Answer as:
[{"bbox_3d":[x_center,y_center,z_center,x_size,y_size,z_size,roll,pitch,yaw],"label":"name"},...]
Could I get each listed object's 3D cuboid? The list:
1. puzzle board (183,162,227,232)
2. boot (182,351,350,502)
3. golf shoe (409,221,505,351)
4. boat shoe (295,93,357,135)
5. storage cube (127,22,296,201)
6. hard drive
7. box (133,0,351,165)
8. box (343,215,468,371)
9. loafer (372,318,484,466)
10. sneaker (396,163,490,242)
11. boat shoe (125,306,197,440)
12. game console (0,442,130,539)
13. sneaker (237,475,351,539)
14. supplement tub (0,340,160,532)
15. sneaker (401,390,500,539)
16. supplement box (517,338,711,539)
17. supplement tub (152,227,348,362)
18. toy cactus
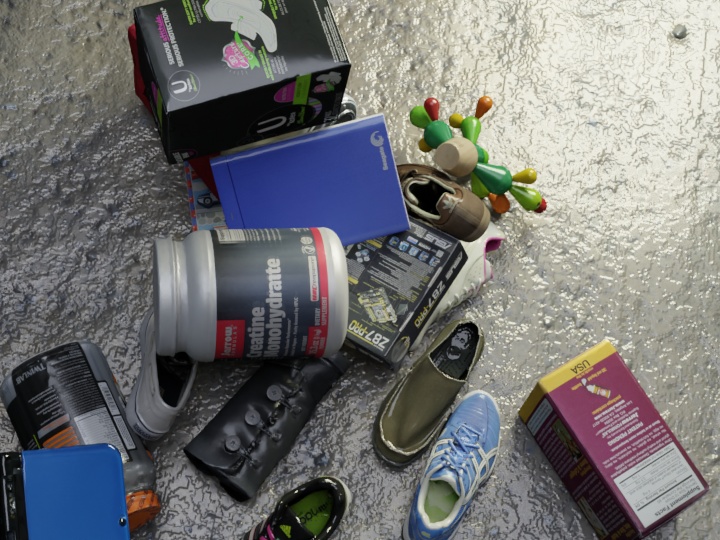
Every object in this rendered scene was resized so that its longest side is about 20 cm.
[{"bbox_3d":[-0.110,-0.100,1.726,0.198,0.017,0.152,-8,70,-8],"label":"puzzle board"},{"bbox_3d":[-0.132,0.137,1.612,0.164,0.066,0.201,35,74,10],"label":"boot"},{"bbox_3d":[0.106,0.013,1.675,0.091,0.075,0.201,26,71,-1],"label":"golf shoe"},{"bbox_3d":[-0.053,-0.111,1.641,0.068,0.072,0.201,27,79,39],"label":"boat shoe"},{"bbox_3d":[-0.147,-0.225,1.670,0.199,0.171,0.180,-34,76,-16],"label":"storage cube"},{"bbox_3d":[-0.055,-0.085,1.585,0.198,0.025,0.133,-15,104,-1],"label":"hard drive"},{"bbox_3d":[-0.126,-0.215,1.500,0.198,0.149,0.125,-16,75,-12],"label":"box"},{"bbox_3d":[0.000,0.000,1.633,0.199,0.049,0.162,27,75,29],"label":"box"},{"bbox_3d":[0.079,0.130,1.625,0.075,0.070,0.201,30,69,6],"label":"loafer"},{"bbox_3d":[0.072,-0.095,1.654,0.200,0.075,0.071,27,84,52],"label":"sneaker"},{"bbox_3d":[-0.210,0.095,1.575,0.072,0.066,0.201,36,35,-19],"label":"boat shoe"},{"bbox_3d":[-0.334,0.287,1.449,0.170,0.118,0.202,-14,77,33],"label":"game console"},{"bbox_3d":[-0.086,0.291,1.538,0.200,0.088,0.074,-41,78,-18],"label":"sneaker"},{"bbox_3d":[-0.299,0.189,1.539,0.122,0.123,0.201,-23,73,-14],"label":"supplement tub"},{"bbox_3d":[0.110,0.223,1.589,0.075,0.077,0.201,21,67,5],"label":"sneaker"},{"bbox_3d":[0.278,0.198,1.586,0.103,0.131,0.201,-28,75,-15],"label":"supplement box"},{"bbox_3d":[-0.119,0.026,1.521,0.198,0.141,0.142,-2,69,-11],"label":"supplement tub"},{"bbox_3d":[0.135,-0.138,1.690,0.102,0.165,0.200,-44,79,17],"label":"toy cactus"}]
